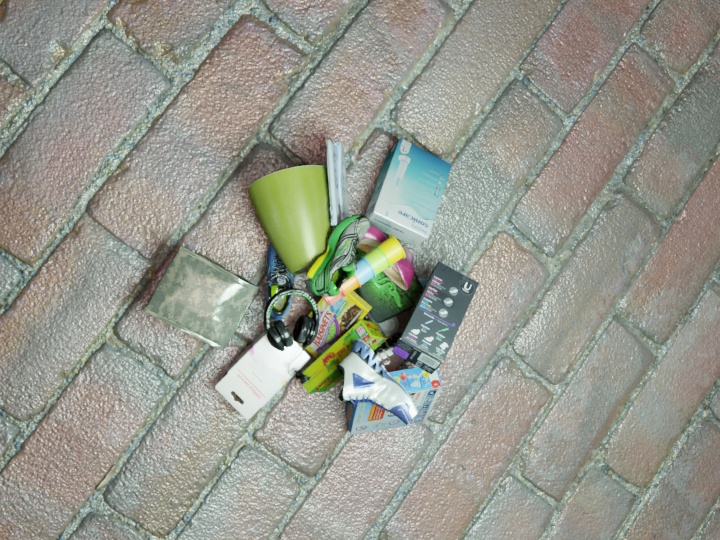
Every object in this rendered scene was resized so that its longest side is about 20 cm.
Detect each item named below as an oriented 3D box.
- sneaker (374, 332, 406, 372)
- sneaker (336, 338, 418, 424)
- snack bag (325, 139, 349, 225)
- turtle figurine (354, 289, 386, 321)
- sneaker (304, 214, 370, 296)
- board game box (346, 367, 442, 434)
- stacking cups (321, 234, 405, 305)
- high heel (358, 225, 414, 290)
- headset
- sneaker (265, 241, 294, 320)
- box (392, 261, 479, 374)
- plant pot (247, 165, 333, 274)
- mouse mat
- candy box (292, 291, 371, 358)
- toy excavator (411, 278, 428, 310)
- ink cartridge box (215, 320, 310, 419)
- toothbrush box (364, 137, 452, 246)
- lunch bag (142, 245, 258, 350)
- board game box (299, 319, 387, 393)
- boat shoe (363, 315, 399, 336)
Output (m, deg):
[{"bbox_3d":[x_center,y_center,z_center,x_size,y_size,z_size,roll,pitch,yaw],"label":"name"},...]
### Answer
[{"bbox_3d":[0.085,0.229,1.459,0.198,0.076,0.117,-27,102,0],"label":"sneaker"},{"bbox_3d":[0.019,0.254,1.257,0.115,0.081,0.200,-39,78,-11],"label":"sneaker"},{"bbox_3d":[-0.049,-0.195,1.350,0.021,0.200,0.192,-3,93,7],"label":"snack bag"},{"bbox_3d":[-0.012,0.020,1.412,0.200,0.101,0.149,47,51,3],"label":"turtle figurine"},{"bbox_3d":[-0.030,-0.027,1.259,0.202,0.084,0.078,-60,146,-17],"label":"sneaker"},{"bbox_3d":[0.073,0.301,1.392,0.193,0.201,0.056,-6,55,-12],"label":"board game box"},{"bbox_3d":[0.000,0.000,1.299,0.199,0.060,0.061,-33,98,-8],"label":"stacking cups"},{"bbox_3d":[0.037,-0.032,1.352,0.199,0.067,0.097,30,49,-25],"label":"high heel"},{"bbox_3d":[-0.144,0.142,1.321,0.122,0.094,0.203,-9,101,-21],"label":"headset"},{"bbox_3d":[-0.178,0.013,1.377,0.077,0.089,0.204,2,86,-13],"label":"sneaker"},{"bbox_3d":[0.163,0.104,1.318,0.105,0.123,0.202,27,69,4],"label":"box"},{"bbox_3d":[-0.133,-0.100,1.318,0.184,0.187,0.203,-14,84,-11],"label":"plant pot"},{"bbox_3d":[0.054,0.007,1.386,0.159,0.008,0.202,-22,79,-29],"label":"mouse mat"},{"bbox_3d":[-0.068,0.118,1.372,0.102,0.026,0.201,41,121,5],"label":"candy box"},{"bbox_3d":[0.142,0.048,1.454,0.196,0.100,0.198,3,90,-4],"label":"toy excavator"},{"bbox_3d":[-0.226,0.228,1.385,0.200,0.067,0.117,-44,100,-9],"label":"ink cartridge box"},{"bbox_3d":[0.111,-0.181,1.416,0.145,0.085,0.203,23,72,-12],"label":"toothbrush box"},{"bbox_3d":[-0.344,0.063,1.330,0.198,0.118,0.166,30,85,-7],"label":"lunch bag"},{"bbox_3d":[-0.039,0.198,1.374,0.200,0.101,0.048,-43,67,12],"label":"board game box"},{"bbox_3d":[0.002,0.122,1.433,0.197,0.065,0.075,7,90,-13],"label":"boat shoe"}]
